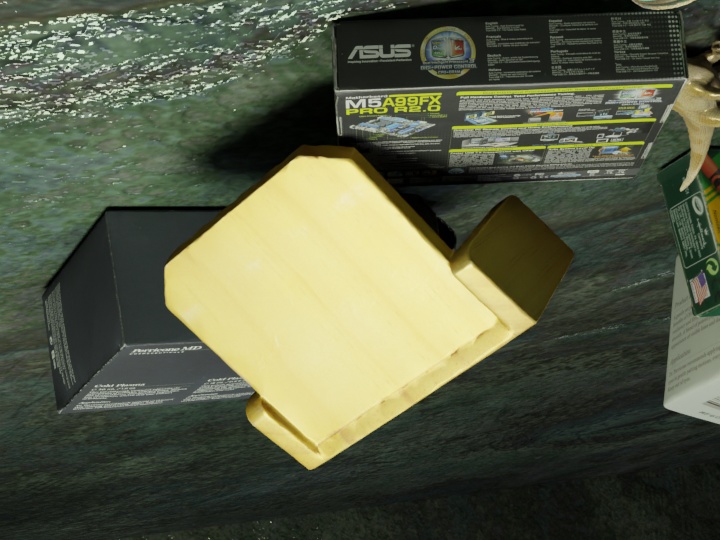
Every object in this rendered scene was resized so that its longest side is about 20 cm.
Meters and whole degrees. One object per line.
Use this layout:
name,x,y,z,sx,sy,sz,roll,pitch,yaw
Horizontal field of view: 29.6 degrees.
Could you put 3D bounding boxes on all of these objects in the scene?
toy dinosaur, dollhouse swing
toy dinosaur,0.236,-0.118,0.926,0.100,0.059,0.200,-2,161,26
dollhouse swing,0.000,0.000,0.913,0.199,0.176,0.182,-37,-175,28

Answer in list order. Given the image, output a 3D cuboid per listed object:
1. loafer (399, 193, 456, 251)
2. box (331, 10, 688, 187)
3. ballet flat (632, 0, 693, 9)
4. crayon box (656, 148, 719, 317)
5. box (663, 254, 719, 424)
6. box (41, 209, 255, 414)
loafer,0.020,-0.036,1.016,0.071,0.074,0.200,-22,169,17
box,0.083,-0.099,0.827,0.198,0.045,0.160,-2,163,0
ballet flat,0.194,-0.183,0.634,0.067,0.069,0.200,-11,167,-26
crayon box,0.349,-0.034,1.121,0.198,0.128,0.051,-3,162,-28
box,0.421,0.052,1.282,0.198,0.173,0.199,16,156,-13
box,-0.125,0.032,1.068,0.198,0.105,0.182,-2,162,-30
